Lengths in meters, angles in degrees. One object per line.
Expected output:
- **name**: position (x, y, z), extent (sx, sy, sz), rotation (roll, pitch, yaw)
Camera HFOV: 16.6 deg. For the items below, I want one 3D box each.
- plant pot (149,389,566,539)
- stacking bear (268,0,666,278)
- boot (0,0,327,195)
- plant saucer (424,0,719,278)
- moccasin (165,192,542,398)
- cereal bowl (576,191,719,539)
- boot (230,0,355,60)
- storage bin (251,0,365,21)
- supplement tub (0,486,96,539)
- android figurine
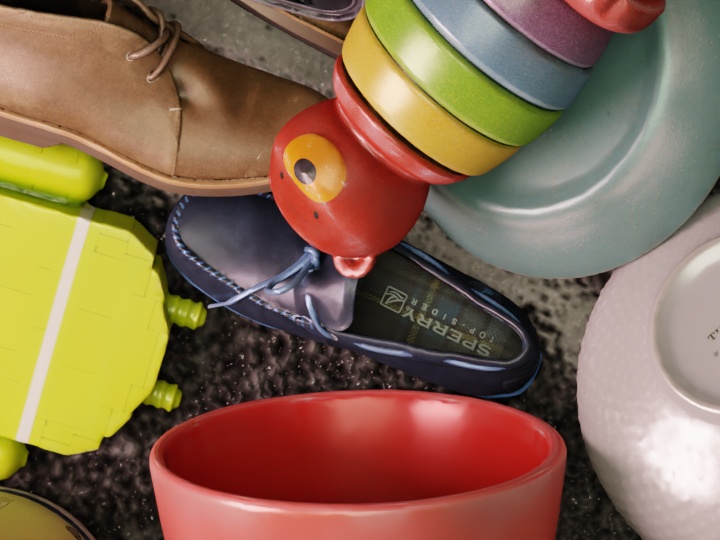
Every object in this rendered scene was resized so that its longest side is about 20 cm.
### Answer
- **plant pot**: position (0.000, 0.167, 1.186), extent (0.198, 0.201, 0.179), rotation (0, 103, 6)
- **stacking bear**: position (0.035, -0.088, 1.131), extent (0.122, 0.114, 0.200), rotation (48, 111, 14)
- **boot**: position (-0.100, -0.092, 1.194), extent (0.198, 0.074, 0.076), rotation (12, 137, -3)
- **plant saucer**: position (0.088, -0.097, 1.187), extent (0.199, 0.036, 0.202), rotation (-2, 87, 32)
- **moccasin**: position (0.000, 0.000, 1.221), extent (0.198, 0.068, 0.081), rotation (17, 79, 1)
- **cereal bowl**: position (0.190, 0.040, 1.154), extent (0.198, 0.083, 0.202), rotation (-12, 58, 19)
- **boot**: position (-0.062, -0.177, 1.225), extent (0.200, 0.074, 0.076), rotation (39, 90, 6)
- **storage bin**: position (-0.078, -0.206, 1.134), extent (0.198, 0.135, 0.094), rotation (15, 68, 0)
- **supplement tub**: position (-0.199, 0.188, 1.191), extent (0.144, 0.200, 0.146), rotation (0, 94, 6)
- **android figurine**: position (-0.179, 0.018, 1.247), extent (0.198, 0.041, 0.183), rotation (14, 103, -6)
